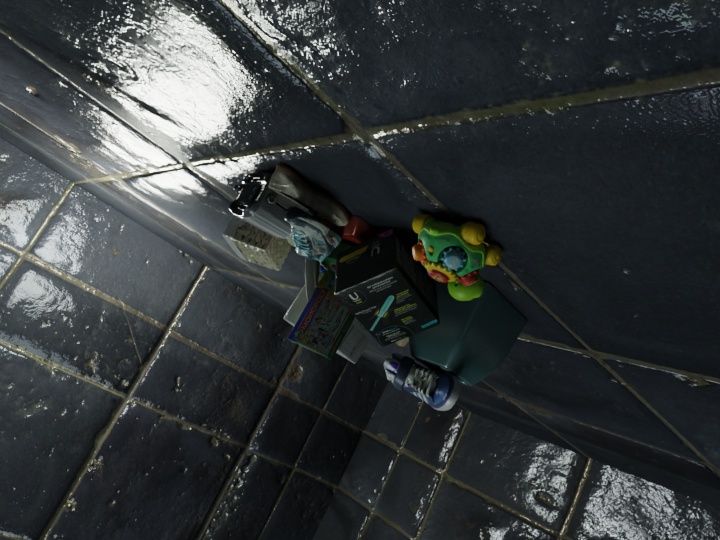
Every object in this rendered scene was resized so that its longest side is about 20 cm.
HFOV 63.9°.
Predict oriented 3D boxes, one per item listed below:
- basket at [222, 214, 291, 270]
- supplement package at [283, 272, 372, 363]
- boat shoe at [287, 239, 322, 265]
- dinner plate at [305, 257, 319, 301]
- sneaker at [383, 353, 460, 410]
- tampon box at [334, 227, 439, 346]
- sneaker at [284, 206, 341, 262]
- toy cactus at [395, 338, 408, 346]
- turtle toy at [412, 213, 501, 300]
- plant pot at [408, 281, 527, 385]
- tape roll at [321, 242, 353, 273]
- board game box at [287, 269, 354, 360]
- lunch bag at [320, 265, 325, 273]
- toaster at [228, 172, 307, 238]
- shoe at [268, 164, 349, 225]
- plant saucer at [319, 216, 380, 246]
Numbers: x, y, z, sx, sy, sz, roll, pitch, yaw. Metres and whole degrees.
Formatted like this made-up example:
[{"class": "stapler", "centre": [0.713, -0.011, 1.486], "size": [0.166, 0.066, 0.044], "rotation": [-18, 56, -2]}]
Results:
[{"class": "basket", "centre": [-0.260, -0.094, 1.536], "size": [0.123, 0.136, 0.200], "rotation": [23, 166, 10]}, {"class": "supplement package", "centre": [-0.066, 0.116, 1.485], "size": [0.199, 0.156, 0.111], "rotation": [24, 165, 38]}, {"class": "boat shoe", "centre": [-0.118, -0.074, 1.536], "size": [0.200, 0.073, 0.062], "rotation": [31, -149, -41]}, {"class": "dinner plate", "centre": [-0.114, -0.026, 1.395], "size": [0.024, 0.201, 0.200], "rotation": [3, 164, 1]}, {"class": "sneaker", "centre": [0.121, 0.242, 1.286], "size": [0.146, 0.081, 0.200], "rotation": [27, 173, -13]}, {"class": "tampon box", "centre": [0.059, 0.038, 1.242], "size": [0.149, 0.127, 0.200], "rotation": [-23, 129, 21]}, {"class": "sneaker", "centre": [-0.107, -0.068, 1.235], "size": [0.077, 0.087, 0.200], "rotation": [31, 178, 28]}, {"class": "toy cactus", "centre": [0.120, 0.120, 1.467], "size": [0.199, 0.166, 0.102], "rotation": [-11, -134, -36]}, {"class": "turtle toy", "centre": [0.171, -0.018, 1.048], "size": [0.145, 0.101, 0.200], "rotation": [15, 161, 43]}, {"class": "plant pot", "centre": [0.226, 0.145, 1.328], "size": [0.195, 0.201, 0.196], "rotation": [10, 159, 49]}, {"class": "tape roll", "centre": [0.000, 0.000, 1.406], "size": [0.200, 0.048, 0.201], "rotation": [27, 166, 7]}, {"class": "board game box", "centre": [-0.077, 0.104, 1.407], "size": [0.134, 0.201, 0.029], "rotation": [17, 161, 36]}, {"class": "lunch bag", "centre": [-0.097, 0.104, 1.677], "size": [0.127, 0.201, 0.170], "rotation": [-10, 158, 3]}, {"class": "toaster", "centre": [-0.206, -0.143, 1.297], "size": [0.129, 0.114, 0.200], "rotation": [33, 170, -29]}, {"class": "shoe", "centre": [-0.108, -0.146, 1.222], "size": [0.200, 0.054, 0.070], "rotation": [35, 165, -27]}, {"class": "plant saucer", "centre": [0.005, -0.057, 1.369], "size": [0.199, 0.037, 0.200], "rotation": [36, 165, -28]}]
